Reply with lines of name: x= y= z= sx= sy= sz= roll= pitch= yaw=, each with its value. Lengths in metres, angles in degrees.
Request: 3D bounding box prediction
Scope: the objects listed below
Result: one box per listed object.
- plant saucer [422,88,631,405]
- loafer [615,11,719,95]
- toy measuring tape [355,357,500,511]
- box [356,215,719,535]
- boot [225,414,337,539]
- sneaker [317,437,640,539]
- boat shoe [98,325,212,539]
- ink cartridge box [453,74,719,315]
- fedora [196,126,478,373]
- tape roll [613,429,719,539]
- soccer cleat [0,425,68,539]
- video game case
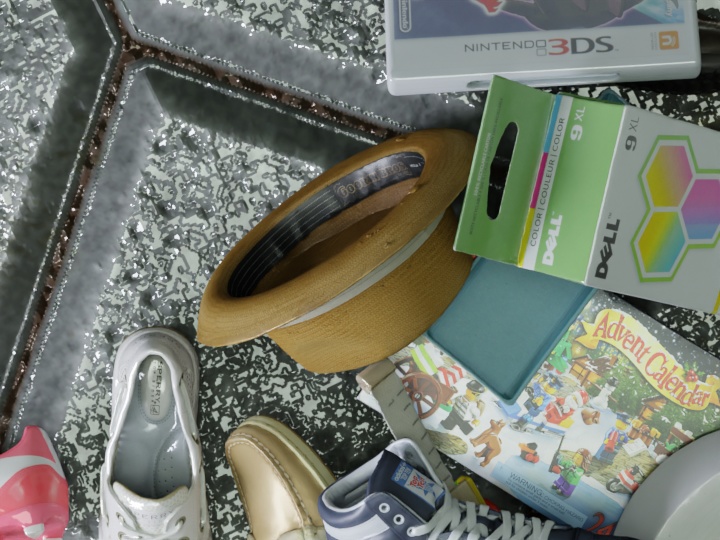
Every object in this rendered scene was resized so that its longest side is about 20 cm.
plant saucer: x=0.117 y=-0.014 z=1.557 sx=0.070 sy=0.019 sz=0.200 roll=39 pitch=69 yaw=-1
loafer: x=0.151 y=-0.151 z=1.556 sx=0.198 sy=0.073 sz=0.072 roll=7 pitch=82 yaw=0
toy measuring tape: x=0.040 y=0.138 z=1.567 sx=0.073 sy=0.074 sz=0.201 roll=-28 pitch=107 yaw=3
box: x=0.116 y=0.070 z=1.587 sx=0.199 sy=0.038 sz=0.137 roll=31 pitch=94 yaw=0
boot: x=-0.068 y=0.202 z=1.552 sx=0.155 sy=0.073 sz=0.201 roll=-27 pitch=98 yaw=-33
sneaker: x=0.069 y=0.150 z=1.484 sx=0.198 sy=0.070 sz=0.109 roll=-8 pitch=115 yaw=21
boat shoe: x=-0.127 y=0.138 z=1.583 sx=0.070 sy=0.069 sz=0.202 roll=-3 pitch=97 yaw=0
ink cartridge box: x=0.151 y=-0.040 z=1.504 sx=0.199 sy=0.059 sz=0.105 roll=13 pitch=92 yaw=-42
fedora: x=0.000 y=0.000 z=1.527 sx=0.200 sy=0.201 sz=0.082 roll=-35 pitch=109 yaw=4
tape roll: x=0.248 y=0.193 z=1.553 sx=0.201 sy=0.071 sz=0.204 roll=-1 pitch=100 yaw=-9
soccer cleat: x=-0.273 y=0.155 z=1.602 sx=0.198 sy=0.067 sz=0.077 roll=-17 pitch=61 yaw=8
video game case: x=0.103 y=-0.201 z=1.538 sx=0.181 sy=0.023 sz=0.202 roll=-3 pitch=67 yaw=3
